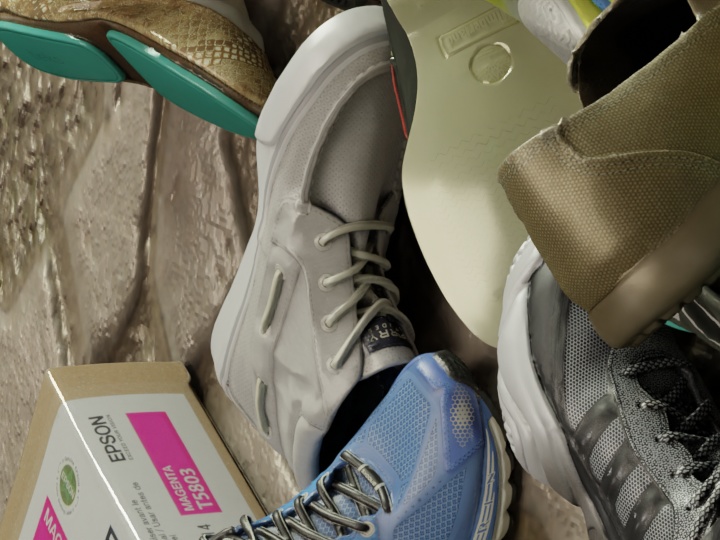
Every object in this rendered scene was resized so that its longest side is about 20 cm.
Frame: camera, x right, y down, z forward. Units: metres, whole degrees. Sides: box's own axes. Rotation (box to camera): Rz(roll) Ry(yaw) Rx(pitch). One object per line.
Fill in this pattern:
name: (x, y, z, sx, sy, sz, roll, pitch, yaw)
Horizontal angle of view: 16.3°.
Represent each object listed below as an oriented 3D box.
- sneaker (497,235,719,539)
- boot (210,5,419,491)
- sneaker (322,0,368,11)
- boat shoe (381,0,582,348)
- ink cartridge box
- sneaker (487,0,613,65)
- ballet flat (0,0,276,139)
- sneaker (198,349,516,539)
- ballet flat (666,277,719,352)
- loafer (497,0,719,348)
sneaker: (0.113, 0.064, 0.801, 0.114, 0.075, 0.201, -33, 65, 50)
boot: (0.000, 0.000, 1.000, 0.096, 0.073, 0.200, 53, 141, 37)
sneaker: (-0.039, -0.211, 1.047, 0.200, 0.121, 0.084, 44, 173, 4)
boat shoe: (0.048, -0.064, 0.919, 0.073, 0.063, 0.202, -19, 72, 14)
ink cartridge box: (-0.099, 0.165, 1.146, 0.200, 0.075, 0.165, 55, 135, 45)
sneaker: (0.085, -0.121, 0.843, 0.200, 0.076, 0.105, 37, 91, 26)
ballet flat: (-0.092, -0.112, 1.140, 0.200, 0.071, 0.065, 22, 72, 42)
sneaker: (-0.013, 0.118, 0.974, 0.200, 0.089, 0.079, -62, 39, 16)
ballet flat: (0.131, 0.001, 0.770, 0.200, 0.068, 0.069, 42, 137, 38)
loafer: (0.105, -0.064, 0.720, 0.067, 0.200, 0.076, 41, 139, -6)
